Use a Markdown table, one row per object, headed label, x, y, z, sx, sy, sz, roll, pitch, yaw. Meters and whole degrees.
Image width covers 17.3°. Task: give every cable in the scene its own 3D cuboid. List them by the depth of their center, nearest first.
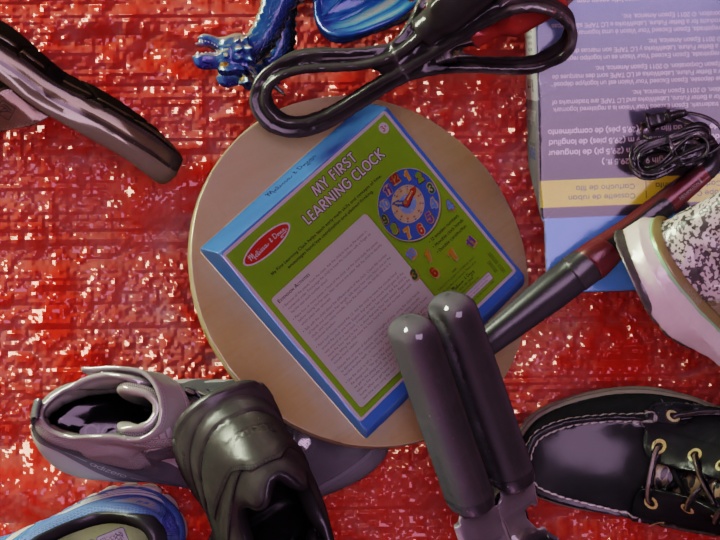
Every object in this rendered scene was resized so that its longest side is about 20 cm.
| label | x | y | z | sx | sy | sz | roll | pitch | yaw |
| --- | --- | --- | --- | --- | --- | --- | --- | --- | --- |
| cable | 0.038 | -0.124 | 1.281 | 0.200 | 0.050 | 0.097 | -35 | 102 | 17 |

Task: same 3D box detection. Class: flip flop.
| label | x | y | z | sx | sy | sz | roll | pitch | yaw |
| --- | --- | --- | --- | --- | --- | --- | --- | --- | --- |
| flip flop | -0.193 | -0.096 | 1.307 | 0.199 | 0.081 | 0.058 | 31 | 100 | -7 |

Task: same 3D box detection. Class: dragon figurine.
| label | x | y | z | sx | sy | sz | roll | pitch | yaw |
| --- | --- | --- | --- | --- | --- | --- | --- | --- | --- |
| dragon figurine | 0.000 | -0.160 | 1.321 | 0.199 | 0.059 | 0.100 | -13 | 89 | -1 |

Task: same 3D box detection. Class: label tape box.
| label | x | y | z | sx | sy | sz | roll | pitch | yaw |
| --- | --- | --- | --- | --- | --- | --- | --- | --- | --- |
| label tape box | 0.165 | -0.092 | 1.323 | 0.143 | 0.063 | 0.201 | -2 | 95 | -3 |

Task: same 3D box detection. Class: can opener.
| label | x | y | z | sx | sy | sz | roll | pitch | yaw |
| --- | --- | --- | --- | --- | --- | --- | --- | --- | --- |
| can opener | 0.058 | 0.104 | 1.279 | 0.053 | 0.067 | 0.201 | -28 | 112 | -22 |

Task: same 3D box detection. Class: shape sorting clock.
| label | x | y | z | sx | sy | sz | roll | pitch | yaw |
| --- | --- | --- | --- | --- | --- | --- | --- | --- | --- |
| shape sorting clock | 0.000 | 0.000 | 1.305 | 0.199 | 0.039 | 0.201 | 6 | 75 | -22 |

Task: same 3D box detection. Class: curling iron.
| label | x | y | z | sx | sy | sz | roll | pitch | yaw |
| --- | --- | --- | --- | --- | --- | --- | --- | --- | --- |
| curling iron | 0.119 | -0.012 | 1.283 | 0.200 | 0.026 | 0.050 | -46 | 78 | 4 |

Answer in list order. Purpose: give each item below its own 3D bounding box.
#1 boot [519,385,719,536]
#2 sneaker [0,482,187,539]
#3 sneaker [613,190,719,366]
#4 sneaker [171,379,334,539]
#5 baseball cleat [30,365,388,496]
| label | x | y | z | sx | sy | sz | roll | pitch | yaw |
| --- | --- | --- | --- | --- | --- | --- | --- | --- | --- |
| boot | 0.189 | 0.116 | 1.268 | 0.202 | 0.154 | 0.074 | 5 | 100 | -4 |
| sneaker | -0.189 | 0.174 | 1.279 | 0.199 | 0.089 | 0.079 | -29 | 88 | -4 |
| sneaker | 0.229 | 0.020 | 1.262 | 0.200 | 0.077 | 0.089 | 32 | 125 | -33 |
| sneaker | -0.044 | 0.155 | 1.251 | 0.076 | 0.091 | 0.201 | -28 | 132 | -12 |
| baseball cleat | -0.079 | 0.089 | 1.281 | 0.199 | 0.106 | 0.070 | -2 | 77 | -6 |
